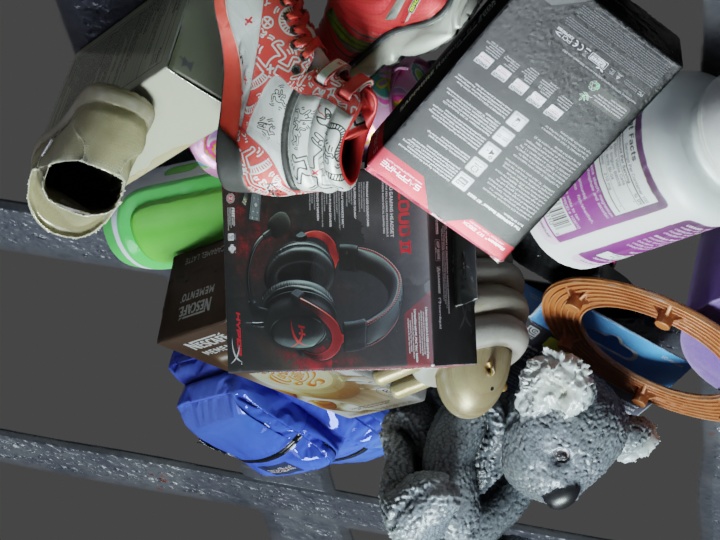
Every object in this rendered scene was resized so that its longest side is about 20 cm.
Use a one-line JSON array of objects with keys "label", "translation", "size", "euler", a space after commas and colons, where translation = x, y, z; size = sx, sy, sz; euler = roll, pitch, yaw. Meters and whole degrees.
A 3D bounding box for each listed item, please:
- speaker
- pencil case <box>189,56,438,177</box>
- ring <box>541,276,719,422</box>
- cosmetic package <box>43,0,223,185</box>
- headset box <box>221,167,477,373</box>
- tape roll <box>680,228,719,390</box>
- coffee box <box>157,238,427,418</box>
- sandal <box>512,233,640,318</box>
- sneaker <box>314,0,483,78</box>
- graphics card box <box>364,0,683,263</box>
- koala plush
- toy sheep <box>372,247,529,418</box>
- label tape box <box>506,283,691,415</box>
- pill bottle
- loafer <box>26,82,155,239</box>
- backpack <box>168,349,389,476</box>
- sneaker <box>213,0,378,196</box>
[{"label": "speaker", "translation": [-0.117, -0.051, 1.778], "size": [0.199, 0.089, 0.088], "euler": [-9, 142, 38]}, {"label": "pencil case", "translation": [-0.032, -0.116, 1.624], "size": [0.199, 0.088, 0.087], "euler": [-4, 145, 33]}, {"label": "ring", "translation": [0.231, 0.069, 1.711], "size": [0.199, 0.019, 0.201], "euler": [24, 159, 10]}, {"label": "cosmetic package", "translation": [-0.154, -0.142, 1.622], "size": [0.073, 0.104, 0.200], "euler": [31, 149, -25]}, {"label": "headset box", "translation": [0.000, 0.000, 1.607], "size": [0.199, 0.150, 0.075], "euler": [-3, 178, 30]}, {"label": "tape roll", "translation": [0.353, 0.034, 1.680], "size": [0.199, 0.085, 0.200], "euler": [13, 152, 7]}, {"label": "coffee box", "translation": [-0.051, 0.048, 1.768], "size": [0.199, 0.080, 0.114], "euler": [23, 156, -29]}, {"label": "sandal", "translation": [0.176, -0.012, 1.746], "size": [0.075, 0.045, 0.200], "euler": [8, 165, 29]}, {"label": "sneaker", "translation": [0.003, -0.187, 1.516], "size": [0.199, 0.077, 0.085], "euler": [-21, 114, 45]}, {"label": "graphics card box", "translation": [0.110, -0.115, 1.481], "size": [0.125, 0.051, 0.200], "euler": [34, 119, -14]}, {"label": "koala plush", "translation": [0.134, 0.143, 1.782], "size": [0.199, 0.185, 0.177], "euler": [-29, 135, 25]}, {"label": "toy sheep", "translation": [0.064, 0.021, 1.691], "size": [0.137, 0.201, 0.138], "euler": [-15, 161, -5]}, {"label": "label tape box", "translation": [0.176, 0.078, 1.858], "size": [0.143, 0.066, 0.200], "euler": [27, 137, -14]}, {"label": "pill bottle", "translation": [0.213, -0.076, 1.533], "size": [0.112, 0.113, 0.199], "euler": [34, 147, -29]}, {"label": "loafer", "translation": [-0.209, -0.069, 1.600], "size": [0.075, 0.069, 0.200], "euler": [23, 151, -9]}, {"label": "backpack", "translation": [-0.055, 0.101, 1.929], "size": [0.199, 0.169, 0.162], "euler": [31, 157, -29]}, {"label": "sneaker", "translation": [-0.041, -0.151, 1.488], "size": [0.107, 0.203, 0.067], "euler": [4, -171, 20]}]
